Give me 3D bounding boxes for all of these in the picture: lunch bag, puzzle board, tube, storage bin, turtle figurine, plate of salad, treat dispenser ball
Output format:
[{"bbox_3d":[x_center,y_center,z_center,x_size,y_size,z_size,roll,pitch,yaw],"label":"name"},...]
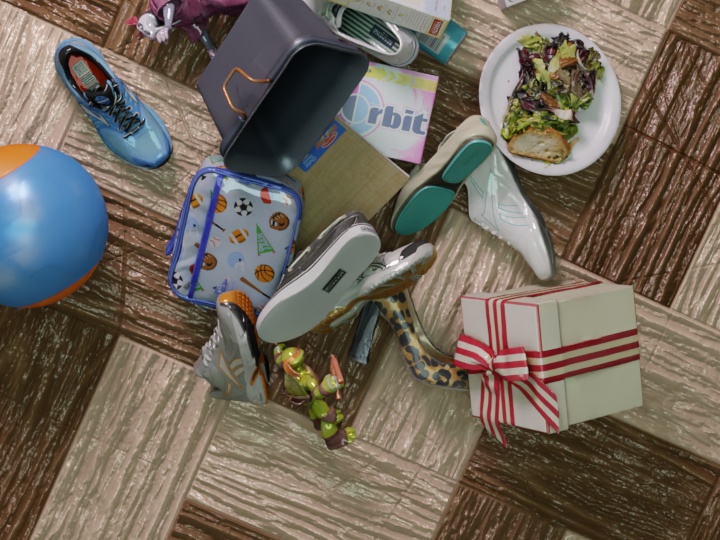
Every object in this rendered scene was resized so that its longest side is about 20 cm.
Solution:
[{"bbox_3d":[-0.163,-0.039,1.712,0.160,0.076,0.201,15,113,-6],"label":"lunch bag"},{"bbox_3d":[-0.057,-0.100,1.724,0.151,0.017,0.200,39,115,-13],"label":"puzzle board"},{"bbox_3d":[0.044,-0.343,1.733,0.200,0.050,0.078,37,85,1],"label":"tube"},{"bbox_3d":[-0.114,-0.233,1.619,0.200,0.145,0.135,-52,55,28],"label":"storage bin"},{"bbox_3d":[-0.062,0.155,1.723,0.064,0.200,0.162,-39,123,-19],"label":"turtle figurine"},{"bbox_3d":[0.250,-0.224,1.746,0.199,0.048,0.201,1,85,-14],"label":"plate of salad"},{"bbox_3d":[-0.409,-0.054,1.646,0.200,0.201,0.202,-1,96,-5],"label":"treat dispenser ball"}]

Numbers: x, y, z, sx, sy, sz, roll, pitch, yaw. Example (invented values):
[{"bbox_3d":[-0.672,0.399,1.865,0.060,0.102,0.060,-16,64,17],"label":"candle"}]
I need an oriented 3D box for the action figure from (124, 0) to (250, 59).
[{"bbox_3d":[-0.202,-0.341,1.671,0.199,0.134,0.150,-14,80,7],"label":"action figure"}]

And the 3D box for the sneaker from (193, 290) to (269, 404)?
[{"bbox_3d":[-0.172,0.106,1.711,0.092,0.076,0.200,-5,135,3],"label":"sneaker"}]

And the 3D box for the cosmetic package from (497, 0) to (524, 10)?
[{"bbox_3d":[0.187,-0.445,1.731,0.082,0.051,0.201,-22,98,-3],"label":"cosmetic package"}]

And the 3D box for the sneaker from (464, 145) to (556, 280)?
[{"bbox_3d":[0.191,-0.072,1.767,0.080,0.070,0.201,-29,85,15],"label":"sneaker"}]

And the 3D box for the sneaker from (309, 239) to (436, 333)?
[{"bbox_3d":[0.000,0.000,1.720,0.199,0.076,0.088,-29,69,16],"label":"sneaker"}]

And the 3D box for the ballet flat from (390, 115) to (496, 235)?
[{"bbox_3d":[0.103,-0.126,1.740,0.069,0.070,0.200,40,124,-8],"label":"ballet flat"}]

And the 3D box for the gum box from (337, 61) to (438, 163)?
[{"bbox_3d":[-0.010,-0.214,1.731,0.199,0.066,0.114,11,96,-6],"label":"gum box"}]

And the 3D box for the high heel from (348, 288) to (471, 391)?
[{"bbox_3d":[0.095,0.076,1.770,0.199,0.071,0.143,17,96,-1],"label":"high heel"}]

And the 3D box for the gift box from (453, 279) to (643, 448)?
[{"bbox_3d":[0.239,0.119,1.706,0.186,0.184,0.201,-9,92,-30],"label":"gift box"}]

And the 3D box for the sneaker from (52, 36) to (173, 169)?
[{"bbox_3d":[-0.317,-0.205,1.693,0.078,0.090,0.200,-42,99,1],"label":"sneaker"}]

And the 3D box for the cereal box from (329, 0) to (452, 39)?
[{"bbox_3d":[0.020,-0.376,1.681,0.199,0.144,0.040,18,138,-10],"label":"cereal box"}]

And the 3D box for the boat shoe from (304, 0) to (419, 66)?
[{"bbox_3d":[-0.014,-0.326,1.688,0.199,0.067,0.074,29,98,14],"label":"boat shoe"}]

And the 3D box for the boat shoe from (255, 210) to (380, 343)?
[{"bbox_3d":[-0.057,0.009,1.682,0.200,0.064,0.071,-43,131,12],"label":"boat shoe"}]
